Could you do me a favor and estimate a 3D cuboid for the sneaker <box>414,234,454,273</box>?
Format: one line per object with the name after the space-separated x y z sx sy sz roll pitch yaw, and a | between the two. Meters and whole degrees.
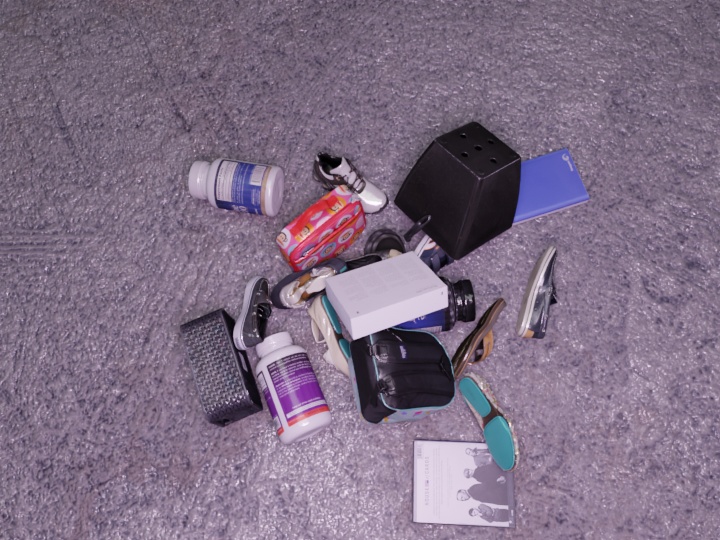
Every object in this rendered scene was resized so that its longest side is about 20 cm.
0.169 -0.042 1.303 0.078 0.079 0.202 30 73 18 | sneaker

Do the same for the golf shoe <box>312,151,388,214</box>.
-0.026 -0.197 1.359 0.197 0.095 0.079 29 73 10 | golf shoe

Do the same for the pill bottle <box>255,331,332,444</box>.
-0.140 0.231 1.208 0.110 0.113 0.203 -23 71 -5 | pill bottle

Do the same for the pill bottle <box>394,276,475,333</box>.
0.133 0.073 1.248 0.194 0.112 0.115 -8 71 0 | pill bottle

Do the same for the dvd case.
0.199 0.411 1.176 0.194 0.025 0.154 1 71 4 | dvd case

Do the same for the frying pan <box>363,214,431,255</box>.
0.072 -0.063 1.293 0.115 0.031 0.193 41 114 28 | frying pan

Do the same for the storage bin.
-0.276 0.195 1.214 0.092 0.136 0.204 -22 71 -5 | storage bin

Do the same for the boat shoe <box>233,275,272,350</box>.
-0.209 0.084 1.249 0.055 0.070 0.202 -11 37 14 | boat shoe

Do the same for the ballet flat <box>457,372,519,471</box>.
0.262 0.288 1.183 0.076 0.063 0.203 -43 59 33 | ballet flat

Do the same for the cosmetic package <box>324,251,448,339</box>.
0.047 0.042 1.158 0.196 0.053 0.151 -17 31 -15 | cosmetic package

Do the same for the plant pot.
0.214 -0.181 1.248 0.198 0.180 0.200 -28 60 -31 | plant pot

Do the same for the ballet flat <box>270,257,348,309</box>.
-0.115 0.034 1.259 0.197 0.073 0.075 -26 69 20 | ballet flat

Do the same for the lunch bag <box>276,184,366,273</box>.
-0.082 -0.087 1.280 0.199 0.177 0.082 -39 71 -9 | lunch bag

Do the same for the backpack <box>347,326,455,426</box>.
0.080 0.206 1.174 0.196 0.154 0.179 2 58 -29 | backpack

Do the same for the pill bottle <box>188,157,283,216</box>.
-0.277 -0.190 1.359 0.195 0.111 0.114 9 71 6 | pill bottle

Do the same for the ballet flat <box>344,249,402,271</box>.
0.000 0.000 1.283 0.195 0.057 0.068 -15 78 18 | ballet flat

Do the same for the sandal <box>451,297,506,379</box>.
0.248 0.146 1.244 0.054 0.082 0.201 39 69 2 | sandal

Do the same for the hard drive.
0.397 -0.188 1.368 0.195 0.025 0.135 -17 71 -3 | hard drive

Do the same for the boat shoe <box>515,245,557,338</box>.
0.380 0.048 1.267 0.061 0.075 0.204 18 78 4 | boat shoe

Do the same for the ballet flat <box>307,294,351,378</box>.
-0.058 0.150 1.264 0.068 0.070 0.203 -24 70 -5 | ballet flat
